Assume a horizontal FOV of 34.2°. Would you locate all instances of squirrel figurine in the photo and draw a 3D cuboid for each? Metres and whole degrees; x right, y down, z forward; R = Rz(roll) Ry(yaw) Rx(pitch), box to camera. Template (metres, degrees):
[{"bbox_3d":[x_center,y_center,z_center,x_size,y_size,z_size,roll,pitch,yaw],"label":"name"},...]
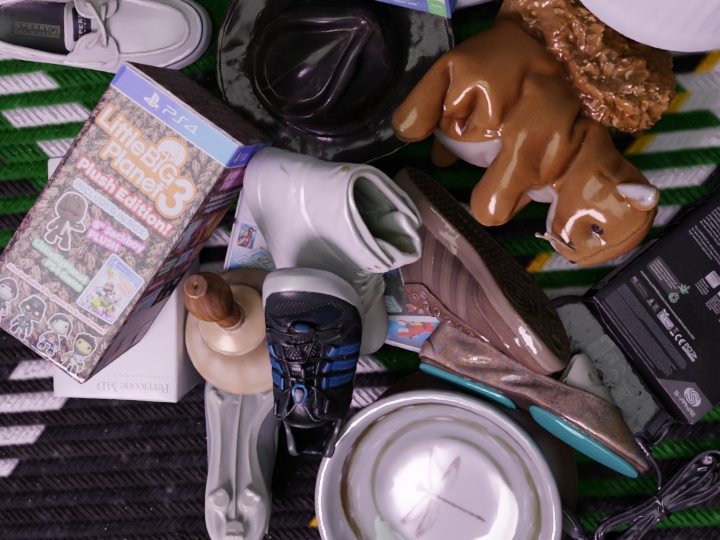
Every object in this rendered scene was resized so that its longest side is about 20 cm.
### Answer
[{"bbox_3d":[0.157,-0.108,0.870,0.186,0.142,0.200,38,90,17],"label":"squirrel figurine"}]

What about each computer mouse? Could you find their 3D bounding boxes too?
[{"bbox_3d":[0.185,0.128,0.947,0.140,0.046,0.200,-41,86,8],"label":"computer mouse"}]

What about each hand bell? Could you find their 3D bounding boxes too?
[{"bbox_3d":[-0.098,0.030,0.861,0.103,0.200,0.105,-1,79,3],"label":"hand bell"}]

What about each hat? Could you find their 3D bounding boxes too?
[{"bbox_3d":[-0.029,-0.168,0.903,0.199,0.081,0.203,1,95,11],"label":"hat"}]

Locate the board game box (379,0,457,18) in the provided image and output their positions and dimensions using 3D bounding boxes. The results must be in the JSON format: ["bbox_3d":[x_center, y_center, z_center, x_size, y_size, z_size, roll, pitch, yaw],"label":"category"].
[{"bbox_3d":[-0.004,-0.275,0.884,0.198,0.035,0.136,16,71,16],"label":"board game box"}]

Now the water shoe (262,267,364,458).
[{"bbox_3d":[-0.032,0.073,0.855,0.071,0.201,0.079,1,57,7],"label":"water shoe"}]

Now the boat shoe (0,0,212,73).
[{"bbox_3d":[-0.225,-0.202,0.967,0.198,0.066,0.073,8,98,8],"label":"boat shoe"}]

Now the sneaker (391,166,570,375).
[{"bbox_3d":[0.079,0.013,0.900,0.076,0.070,0.200,-49,66,26],"label":"sneaker"}]

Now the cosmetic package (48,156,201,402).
[{"bbox_3d":[-0.196,0.004,0.981,0.112,0.081,0.202,0,96,7],"label":"cosmetic package"}]

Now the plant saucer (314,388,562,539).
[{"bbox_3d":[0.064,0.186,0.941,0.198,0.050,0.202,3,103,14],"label":"plant saucer"}]

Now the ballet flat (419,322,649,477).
[{"bbox_3d":[0.139,0.085,0.898,0.199,0.068,0.068,26,78,19],"label":"ballet flat"}]

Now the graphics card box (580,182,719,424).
[{"bbox_3d":[0.285,0.008,0.896,0.200,0.051,0.126,-39,91,-4],"label":"graphics card box"}]

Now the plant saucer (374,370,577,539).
[{"bbox_3d":[0.083,0.182,0.984,0.198,0.032,0.202,1,98,10],"label":"plant saucer"}]

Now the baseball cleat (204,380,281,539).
[{"bbox_3d":[-0.101,0.143,0.991,0.069,0.107,0.202,8,69,-1],"label":"baseball cleat"}]

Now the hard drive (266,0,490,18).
[{"bbox_3d":[0.014,-0.261,0.940,0.198,0.027,0.133,-14,95,11],"label":"hard drive"}]

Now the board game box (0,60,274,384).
[{"bbox_3d":[-0.166,-0.039,0.852,0.097,0.159,0.201,35,97,-1],"label":"board game box"}]

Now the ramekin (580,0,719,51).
[{"bbox_3d":[0.238,-0.268,0.826,0.198,0.098,0.202,2,75,-8],"label":"ramekin"}]

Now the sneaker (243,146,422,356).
[{"bbox_3d":[0.000,0.000,0.859,0.115,0.074,0.201,11,143,39],"label":"sneaker"}]

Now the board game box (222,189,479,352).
[{"bbox_3d":[-0.009,-0.015,0.971,0.198,0.035,0.127,15,99,7],"label":"board game box"}]
